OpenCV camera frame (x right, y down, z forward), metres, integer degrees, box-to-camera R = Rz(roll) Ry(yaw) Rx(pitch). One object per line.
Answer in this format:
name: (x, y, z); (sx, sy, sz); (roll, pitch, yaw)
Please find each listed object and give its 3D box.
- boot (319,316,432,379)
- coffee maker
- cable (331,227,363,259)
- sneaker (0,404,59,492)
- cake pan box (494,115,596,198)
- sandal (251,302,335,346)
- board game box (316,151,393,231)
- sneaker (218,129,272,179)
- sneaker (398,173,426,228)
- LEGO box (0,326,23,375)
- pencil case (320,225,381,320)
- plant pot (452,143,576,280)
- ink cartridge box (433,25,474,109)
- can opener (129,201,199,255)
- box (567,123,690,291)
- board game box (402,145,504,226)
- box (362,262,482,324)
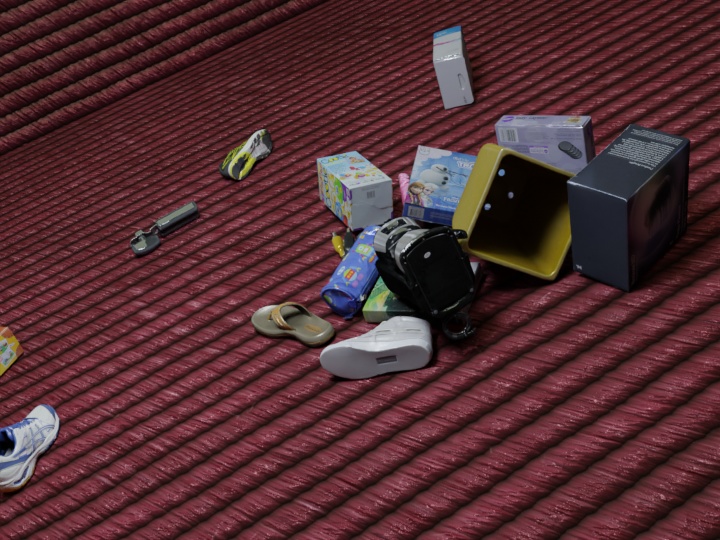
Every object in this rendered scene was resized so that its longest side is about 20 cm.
boot: (0.031, 0.132, 1.486); (0.198, 0.074, 0.096); (-4, 30, 10)
coffee maker: (0.108, 0.009, 1.480); (0.133, 0.194, 0.200); (-6, 11, -13)
cable: (-0.014, -0.017, 1.760); (0.096, 0.051, 0.201); (0, 47, 0)
sneaker: (-0.628, 0.310, 1.564); (0.075, 0.089, 0.201); (-14, 32, 13)
cake pan box: (0.372, -0.219, 1.685); (0.199, 0.185, 0.052); (7, 37, 36)
sandal: (-0.133, 0.095, 1.631); (0.199, 0.054, 0.080); (13, 46, 40)
board game box: (-0.014, -0.182, 1.899); (0.104, 0.104, 0.200); (-14, 31, -19)
sneaker: (-0.320, -0.325, 2.315); (0.084, 0.075, 0.200); (5, 41, 34)
sneaker: (0.137, -0.158, 1.839); (0.094, 0.080, 0.201); (-6, 35, 1)
LEGO box: (-0.868, 0.215, 1.840); (0.148, 0.078, 0.200); (0, 39, 29)
pencil case: (0.000, 0.000, 1.658); (0.086, 0.078, 0.201); (13, 49, 26)
plant pot: (0.276, -0.126, 1.555); (0.194, 0.196, 0.200); (17, 15, -16)
ink cartridge box: (0.249, -0.544, 2.252); (0.084, 0.145, 0.201); (-12, 34, 13)
can opener: (-0.493, -0.102, 2.126); (0.199, 0.053, 0.067); (-36, 70, -19)
box: (0.467, -0.108, 1.455); (0.198, 0.201, 0.123); (-39, 44, -25)
board game box: (0.201, -0.172, 1.760); (0.198, 0.044, 0.200); (11, 44, 5)
box: (0.118, 0.041, 1.587); (0.198, 0.037, 0.145); (-2, 37, 28)
